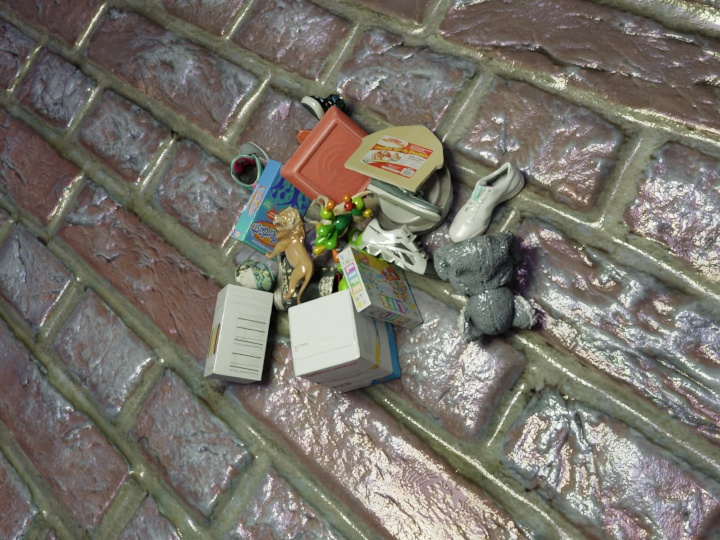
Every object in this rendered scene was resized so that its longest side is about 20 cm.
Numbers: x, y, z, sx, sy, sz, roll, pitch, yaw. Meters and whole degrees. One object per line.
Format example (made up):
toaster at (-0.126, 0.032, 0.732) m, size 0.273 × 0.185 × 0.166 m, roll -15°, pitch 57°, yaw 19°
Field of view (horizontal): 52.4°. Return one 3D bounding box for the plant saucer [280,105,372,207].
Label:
plant saucer at (-0.046, -0.234, 1.662) m, size 0.200 × 0.200 × 0.037 m, roll -51°, pitch 15°, yaw 3°

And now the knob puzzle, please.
knob puzzle at (0.090, -0.250, 1.589) m, size 0.218 × 0.031 × 0.220 m, roll -3°, pitch 46°, yaw 3°

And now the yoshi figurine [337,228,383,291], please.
yoshi figurine at (0.005, -0.005, 1.599) m, size 0.111 × 0.112 × 0.201 m, roll -3°, pitch 68°, yaw 10°

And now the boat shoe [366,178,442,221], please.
boat shoe at (0.099, -0.163, 1.549) m, size 0.200 × 0.073 × 0.062 m, roll 29°, pitch 88°, yaw 39°

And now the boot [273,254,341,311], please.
boot at (-0.114, -0.007, 1.679) m, size 0.153 × 0.073 × 0.205 m, roll -1°, pitch 73°, yaw 23°

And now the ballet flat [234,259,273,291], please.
ballet flat at (-0.251, 0.016, 1.688) m, size 0.075 × 0.074 × 0.200 m, roll -65°, pitch 17°, yaw -6°

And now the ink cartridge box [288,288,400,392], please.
ink cartridge box at (-0.031, 0.149, 1.499) m, size 0.146 × 0.200 × 0.147 m, roll -18°, pitch 65°, yaw 21°

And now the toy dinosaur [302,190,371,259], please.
toy dinosaur at (-0.065, -0.124, 1.644) m, size 0.101 × 0.058 × 0.200 m, roll 37°, pitch 93°, yaw -12°

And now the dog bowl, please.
dog bowl at (0.114, -0.165, 1.617) m, size 0.199 × 0.059 × 0.201 m, roll -9°, pitch 69°, yaw 25°

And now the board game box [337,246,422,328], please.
board game box at (0.043, 0.039, 1.498) m, size 0.034 × 0.200 × 0.135 m, roll -33°, pitch 61°, yaw 24°

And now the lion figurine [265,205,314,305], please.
lion figurine at (-0.141, -0.031, 1.600) m, size 0.122 × 0.072 × 0.201 m, roll -40°, pitch 71°, yaw 32°

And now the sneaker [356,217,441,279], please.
sneaker at (0.099, -0.047, 1.532) m, size 0.199 × 0.074 × 0.089 m, roll 24°, pitch 97°, yaw 0°

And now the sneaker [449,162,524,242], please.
sneaker at (0.249, -0.146, 1.521) m, size 0.200 × 0.088 × 0.075 m, roll -48°, pitch 59°, yaw 5°

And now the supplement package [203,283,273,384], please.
supplement package at (-0.276, 0.147, 1.659) m, size 0.114 × 0.109 × 0.201 m, roll 150°, pitch 130°, yaw -63°

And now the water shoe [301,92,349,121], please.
water shoe at (-0.080, -0.389, 1.718) m, size 0.071 × 0.200 × 0.079 m, roll 43°, pitch 97°, yaw 7°

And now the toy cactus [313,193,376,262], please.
toy cactus at (-0.022, -0.106, 1.556) m, size 0.102 × 0.165 × 0.200 m, roll 46°, pitch 141°, yaw 12°

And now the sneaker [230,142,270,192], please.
sneaker at (-0.279, -0.263, 1.824) m, size 0.084 × 0.121 × 0.200 m, roll -38°, pitch 59°, yaw 11°

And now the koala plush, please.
koala plush at (0.243, 0.035, 1.424) m, size 0.176 × 0.184 × 0.201 m, roll -13°, pitch 88°, yaw 7°

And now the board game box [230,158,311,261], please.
board game box at (-0.201, -0.137, 1.719) m, size 0.045 × 0.152 × 0.201 m, roll 23°, pitch 85°, yaw 35°

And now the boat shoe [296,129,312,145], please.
boat shoe at (-0.088, -0.300, 1.771) m, size 0.200 × 0.063 × 0.071 m, roll 33°, pitch 91°, yaw 34°
